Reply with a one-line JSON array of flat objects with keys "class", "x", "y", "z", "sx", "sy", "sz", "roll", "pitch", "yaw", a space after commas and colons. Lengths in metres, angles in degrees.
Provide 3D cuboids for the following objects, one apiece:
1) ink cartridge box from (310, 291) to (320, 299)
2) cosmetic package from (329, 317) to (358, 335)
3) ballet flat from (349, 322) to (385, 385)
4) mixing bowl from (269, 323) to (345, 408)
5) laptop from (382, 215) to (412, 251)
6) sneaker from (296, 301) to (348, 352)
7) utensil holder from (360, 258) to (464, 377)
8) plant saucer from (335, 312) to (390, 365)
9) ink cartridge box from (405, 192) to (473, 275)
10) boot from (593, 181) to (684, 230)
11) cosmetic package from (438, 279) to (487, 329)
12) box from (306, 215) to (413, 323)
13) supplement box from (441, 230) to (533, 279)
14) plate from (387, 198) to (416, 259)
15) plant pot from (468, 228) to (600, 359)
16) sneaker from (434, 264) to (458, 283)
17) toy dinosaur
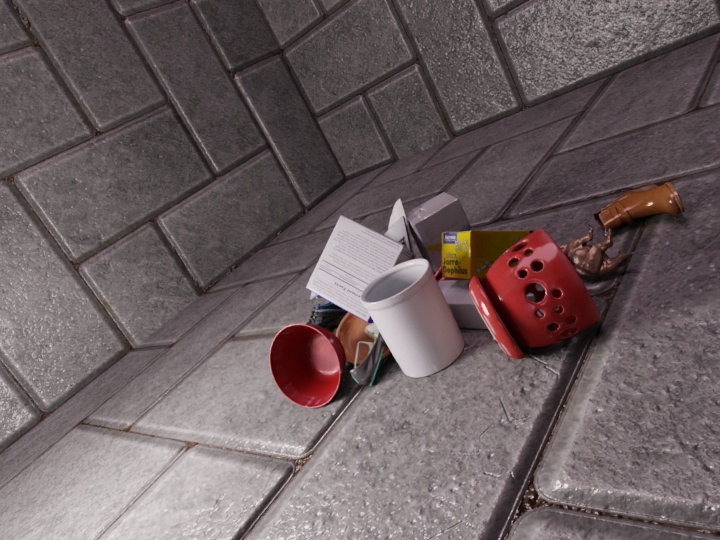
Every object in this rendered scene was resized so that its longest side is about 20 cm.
[{"class": "ink cartridge box", "x": -0.040, "y": 0.002, "z": 1.514, "sx": 0.195, "sy": 0.044, "sz": 0.201, "roll": -28, "pitch": 23, "yaw": 13}, {"class": "cosmetic package", "x": -0.033, "y": 0.161, "z": 1.515, "sx": 0.199, "sy": 0.072, "sz": 0.105, "roll": -35, "pitch": 17, "yaw": -15}, {"class": "ballet flat", "x": 0.033, "y": 0.167, "z": 1.281, "sx": 0.202, "sy": 0.068, "sz": 0.068, "roll": -62, "pitch": -2, "yaw": -27}, {"class": "mixing bowl", "x": -0.109, "y": 0.215, "z": 1.332, "sx": 0.198, "sy": 0.203, "sz": 0.108, "roll": -20, "pitch": -1, "yaw": 29}, {"class": "laptop", "x": 0.046, "y": -0.024, "z": 1.519, "sx": 0.114, "sy": 0.203, "sz": 0.187, "roll": 5, "pitch": -28, "yaw": -31}, {"class": "sneaker", "x": -0.115, "y": 0.137, "z": 1.455, "sx": 0.200, "sy": 0.083, "sz": 0.073, "roll": -40, "pitch": 20, "yaw": -28}, {"class": "utensil holder", "x": 0.118, "y": 0.104, "z": 1.204, "sx": 0.168, "sy": 0.202, "sz": 0.170, "roll": -28, "pitch": 16, "yaw": 9}, {"class": "plant saucer", "x": 0.029, "y": 0.156, "z": 1.392, "sx": 0.198, "sy": 0.038, "sz": 0.202, "roll": -22, "pitch": 41, "yaw": 20}, {"class": "ink cartridge box", "x": 0.236, "y": -0.093, "z": 1.566, "sx": 0.145, "sy": 0.202, "sz": 0.147, "roll": -29, "pitch": 17, "yaw": 0}, {"class": "boot", "x": 0.630, "y": -0.136, "z": 1.259, "sx": 0.153, "sy": 0.074, "sz": 0.200, "roll": -25, "pitch": 5, "yaw": 11}, {"class": "cosmetic package", "x": 0.241, "y": 0.077, "z": 1.297, "sx": 0.101, "sy": 0.072, "sz": 0.199, "roll": -40, "pitch": 19, "yaw": -28}, {"class": "box", "x": 0.000, "y": 0.000, "z": 1.348, "sx": 0.202, "sy": 0.182, "sz": 0.105, "roll": -63, "pitch": -20, "yaw": 1}, {"class": "supplement box", "x": 0.303, "y": -0.039, "z": 1.315, "sx": 0.197, "sy": 0.111, "sz": 0.108, "roll": -2, "pitch": 3, "yaw": -29}, {"class": "plate", "x": 0.113, "y": -0.073, "z": 1.614, "sx": 0.032, "sy": 0.202, "sz": 0.200, "roll": -7, "pitch": -28, "yaw": -9}, {"class": "plant pot", "x": 0.317, "y": 0.051, "z": 1.039, "sx": 0.181, "sy": 0.201, "sz": 0.201, "roll": -32, "pitch": 16, "yaw": 14}, {"class": "sneaker", "x": 0.253, "y": 0.009, "z": 1.445, "sx": 0.199, "sy": 0.088, "sz": 0.074, "roll": -36, "pitch": 19, "yaw": -19}, {"class": "toy dinosaur", "x": 0.476, "y": -0.018, "z": 1.174, "sx": 0.136, "sy": 0.086, "sz": 0.199, "roll": -46, "pitch": 37, "yaw": -15}]
